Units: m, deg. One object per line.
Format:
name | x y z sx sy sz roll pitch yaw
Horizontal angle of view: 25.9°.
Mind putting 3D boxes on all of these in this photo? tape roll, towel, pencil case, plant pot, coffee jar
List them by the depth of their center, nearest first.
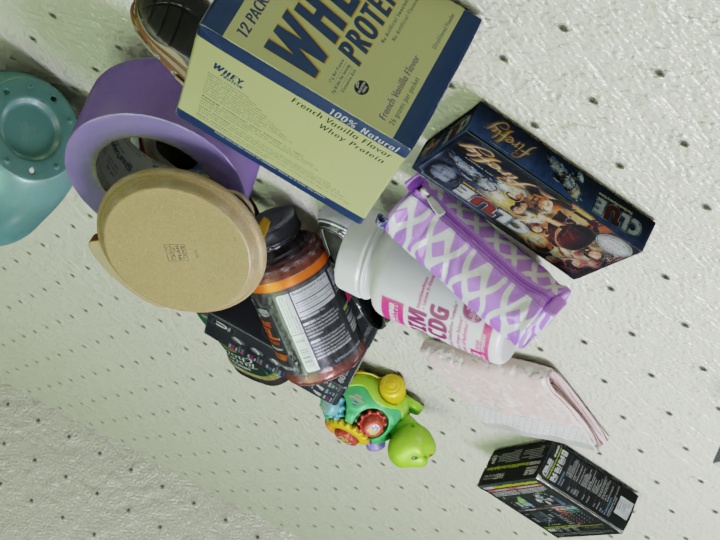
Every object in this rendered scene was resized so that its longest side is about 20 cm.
pencil case | 0.114 -0.014 1.534 0.200 0.084 0.086 41 151 10
tape roll | -0.207 -0.123 1.662 0.198 0.085 0.201 10 141 8
plant pot | -0.420 -0.144 1.854 0.200 0.202 0.160 37 148 -22
towel | 0.193 0.158 1.972 0.199 0.032 0.191 10 152 41
coffee jar | -0.153 0.084 2.183 0.104 0.086 0.200 20 159 24

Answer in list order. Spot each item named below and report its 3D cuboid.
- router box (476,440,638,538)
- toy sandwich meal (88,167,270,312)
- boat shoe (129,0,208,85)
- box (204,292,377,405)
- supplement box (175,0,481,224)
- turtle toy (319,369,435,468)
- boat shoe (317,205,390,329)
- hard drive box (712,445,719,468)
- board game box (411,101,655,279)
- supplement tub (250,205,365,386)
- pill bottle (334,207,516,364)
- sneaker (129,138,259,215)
router box | 0.270 0.305 2.172 0.149 0.062 0.200 33 160 -12
toy sandwich meal | -0.186 -0.037 1.644 0.203 0.071 0.207 8 129 9
boat shoe | -0.144 -0.201 1.518 0.200 0.076 0.074 48 160 -23
box | -0.083 0.064 1.984 0.199 0.123 0.106 28 161 1
supplement box | -0.033 -0.171 1.332 0.199 0.135 0.200 30 160 -2
turtle toy | 0.020 0.207 2.218 0.199 0.102 0.146 24 160 14
boat shoe | 0.000 0.000 1.813 0.068 0.057 0.200 15 156 35
hard drive box | 0.493 0.208 1.617 0.199 0.077 0.156 31 161 -6
board game box | 0.159 -0.070 1.461 0.199 0.035 0.135 33 160 -10
supplement tub | -0.074 0.027 1.842 0.106 0.107 0.201 4 124 49
pill bottle | 0.080 0.011 1.647 0.199 0.114 0.114 22 159 19
sneaker | -0.183 -0.101 1.798 0.199 0.075 0.090 37 159 -26
